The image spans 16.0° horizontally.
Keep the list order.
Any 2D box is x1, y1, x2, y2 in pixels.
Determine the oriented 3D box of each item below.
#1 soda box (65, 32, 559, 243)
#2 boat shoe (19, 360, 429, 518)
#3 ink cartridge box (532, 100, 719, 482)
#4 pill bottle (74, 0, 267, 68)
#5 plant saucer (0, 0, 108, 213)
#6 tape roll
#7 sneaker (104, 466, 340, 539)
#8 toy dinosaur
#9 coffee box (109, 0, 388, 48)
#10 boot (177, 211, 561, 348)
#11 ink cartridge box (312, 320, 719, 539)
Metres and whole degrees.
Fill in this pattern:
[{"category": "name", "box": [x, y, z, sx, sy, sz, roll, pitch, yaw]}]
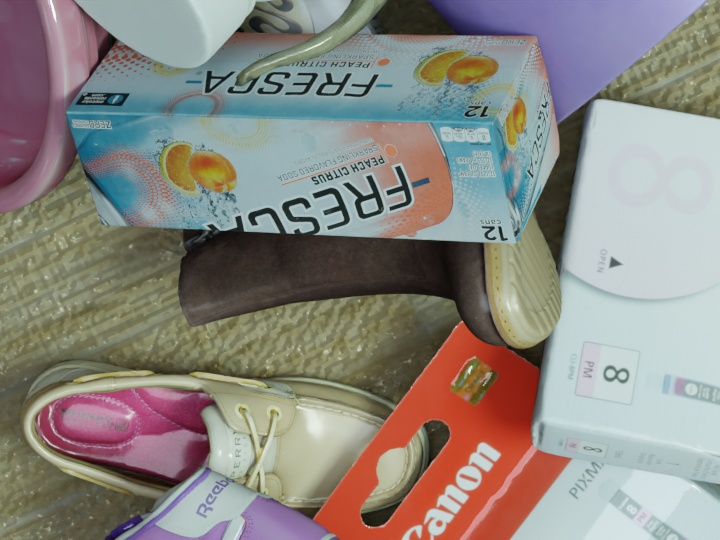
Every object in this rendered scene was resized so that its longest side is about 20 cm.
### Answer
[{"category": "soda box", "box": [-0.020, -0.058, 1.093, 0.200, 0.068, 0.064, 3, 129, 23]}, {"category": "boat shoe", "box": [-0.067, 0.086, 1.225, 0.200, 0.069, 0.074, 5, 96, 3]}, {"category": "ink cartridge box", "box": [0.189, 0.018, 1.174, 0.200, 0.057, 0.163, 9, 69, 7]}, {"category": "pill bottle", "box": [-0.042, -0.188, 1.087, 0.114, 0.114, 0.200, 39, 68, -1]}, {"category": "plant saucer", "box": [-0.181, -0.127, 1.175, 0.051, 0.200, 0.201, -26, 95, -36]}, {"category": "tape roll", "box": [0.128, -0.156, 1.122, 0.200, 0.200, 0.085, -40, 92, 7]}, {"category": "sneaker", "box": [-0.074, 0.170, 1.213, 0.114, 0.073, 0.201, 31, 130, 13]}, {"category": "toy dinosaur", "box": [0.027, -0.149, 1.090, 0.047, 0.088, 0.200, 43, 54, 3]}, {"category": "coffee box", "box": [-0.074, -0.150, 1.197, 0.113, 0.080, 0.200, -28, 93, 7]}, {"category": "boot", "box": [0.000, 0.000, 1.155, 0.166, 0.200, 0.072, -21, 117, 8]}, {"category": "ink cartridge box", "box": [0.085, 0.145, 1.211, 0.200, 0.057, 0.163, 34, 98, -19]}]
